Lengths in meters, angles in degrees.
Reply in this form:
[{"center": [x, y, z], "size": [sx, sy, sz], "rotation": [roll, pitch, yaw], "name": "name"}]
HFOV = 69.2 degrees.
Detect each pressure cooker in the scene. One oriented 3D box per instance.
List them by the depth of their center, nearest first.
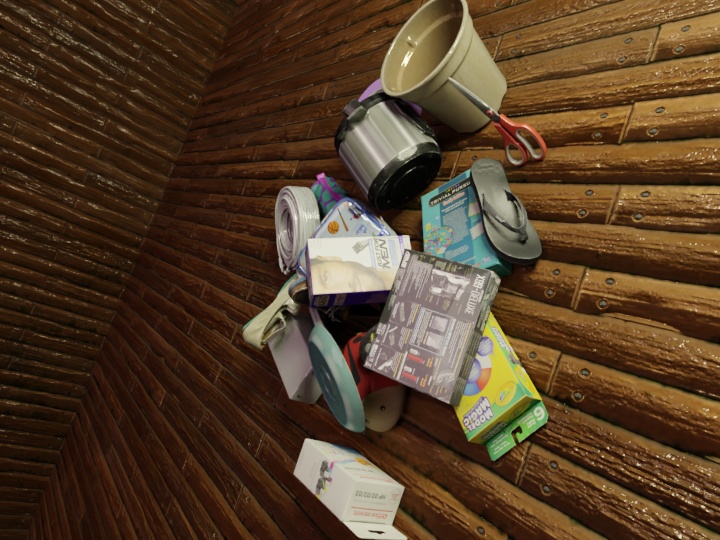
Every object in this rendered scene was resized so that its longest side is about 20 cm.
[{"center": [0.043, -0.244, 1.025], "size": [0.202, 0.176, 0.177], "rotation": [56, 151, 20], "name": "pressure cooker"}]

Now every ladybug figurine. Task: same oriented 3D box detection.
[{"center": [0.014, 0.194, 0.955], "size": [0.136, 0.071, 0.202], "rotation": [-48, 40, 23], "name": "ladybug figurine"}]

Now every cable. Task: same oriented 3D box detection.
[{"center": [-0.152, -0.102, 1.265], "size": [0.199, 0.068, 0.205], "rotation": [-31, 68, 62], "name": "cable"}]

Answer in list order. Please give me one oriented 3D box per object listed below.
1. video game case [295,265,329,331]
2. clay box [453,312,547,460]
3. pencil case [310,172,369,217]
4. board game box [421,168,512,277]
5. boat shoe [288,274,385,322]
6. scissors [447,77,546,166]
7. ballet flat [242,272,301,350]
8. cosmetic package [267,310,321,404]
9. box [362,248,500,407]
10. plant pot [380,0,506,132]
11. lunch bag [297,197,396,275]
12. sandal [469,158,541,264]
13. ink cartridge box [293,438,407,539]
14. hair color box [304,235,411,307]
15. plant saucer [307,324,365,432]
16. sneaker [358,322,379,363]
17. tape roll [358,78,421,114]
[{"center": [-0.085, 0.102, 1.086], "size": [0.017, 0.145, 0.202], "rotation": [-23, 43, -3], "name": "video game case"}, {"center": [0.183, 0.162, 0.779], "size": [0.115, 0.047, 0.202], "rotation": [-47, 39, 24], "name": "clay box"}, {"center": [-0.051, -0.151, 1.209], "size": [0.084, 0.094, 0.200], "rotation": [-26, 35, -13], "name": "pencil case"}, {"center": [0.179, -0.067, 0.910], "size": [0.149, 0.046, 0.204], "rotation": [-26, 52, 41], "name": "board game box"}, {"center": [-0.039, 0.055, 0.995], "size": [0.073, 0.195, 0.073], "rotation": [-105, 25, -43], "name": "boat shoe"}, {"center": [0.227, -0.254, 0.855], "size": [0.014, 0.201, 0.073], "rotation": [-46, 11, -32], "name": "scissors"}, {"center": [-0.171, 0.092, 1.145], "size": [0.200, 0.070, 0.069], "rotation": [-47, 35, -12], "name": "ballet flat"}, {"center": [-0.132, 0.184, 1.147], "size": [0.102, 0.073, 0.201], "rotation": [-53, 40, 15], "name": "cosmetic package"}, {"center": [0.108, 0.081, 0.800], "size": [0.155, 0.050, 0.204], "rotation": [15, 81, 34], "name": "box"}, {"center": [0.168, -0.360, 0.967], "size": [0.199, 0.182, 0.204], "rotation": [-30, 46, 36], "name": "plant pot"}, {"center": [-0.022, -0.040, 1.072], "size": [0.160, 0.075, 0.201], "rotation": [43, 106, 9], "name": "lunch bag"}, {"center": [0.222, -0.098, 0.822], "size": [0.043, 0.074, 0.204], "rotation": [90, 162, -62], "name": "sandal"}, {"center": [-0.010, 0.356, 0.860], "size": [0.198, 0.114, 0.069], "rotation": [15, 82, 53], "name": "ink cartridge box"}, {"center": [0.000, 0.000, 0.961], "size": [0.065, 0.195, 0.112], "rotation": [112, 152, -64], "name": "hair color box"}, {"center": [-0.049, 0.195, 0.926], "size": [0.201, 0.027, 0.203], "rotation": [54, 157, 35], "name": "plant saucer"}, {"center": [0.086, 0.111, 0.884], "size": [0.198, 0.076, 0.077], "rotation": [-30, 58, 22], "name": "sneaker"}, {"center": [0.049, -0.345, 1.214], "size": [0.198, 0.065, 0.204], "rotation": [-29, 49, 39], "name": "tape roll"}]
